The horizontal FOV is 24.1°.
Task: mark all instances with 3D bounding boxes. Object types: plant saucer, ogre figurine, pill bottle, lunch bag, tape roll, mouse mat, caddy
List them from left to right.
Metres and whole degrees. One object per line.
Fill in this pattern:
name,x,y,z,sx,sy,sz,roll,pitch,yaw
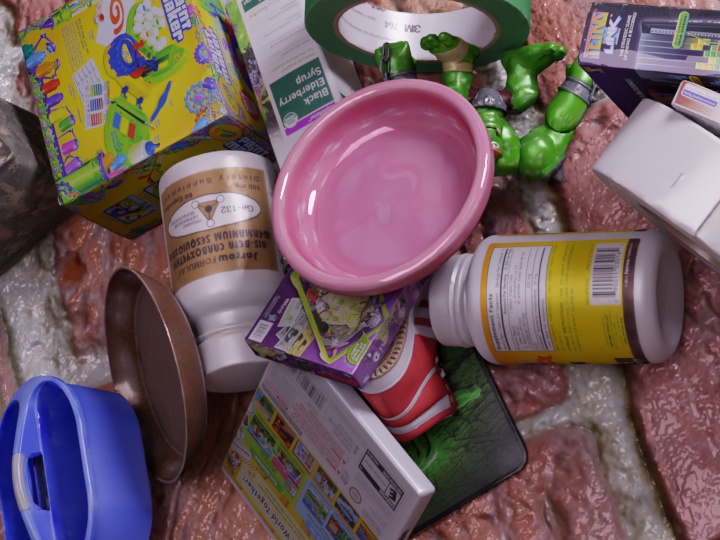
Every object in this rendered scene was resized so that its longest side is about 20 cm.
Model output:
lunch bag,-0.393,-0.071,1.674,0.200,0.164,0.118,-39,68,11
caddy,-0.274,0.196,1.551,0.141,0.104,0.202,-32,62,39
plant saucer,-0.185,0.092,1.541,0.200,0.034,0.202,37,134,52
pill bottle,-0.119,0.003,1.545,0.113,0.114,0.202,-18,69,21
plant saucer,0.023,-0.063,1.406,0.199,0.051,0.202,-14,56,22
mouse mat,0.036,0.149,1.488,0.199,0.008,0.162,-33,63,16
tape roll,0.050,-0.232,1.477,0.199,0.200,0.049,-5,73,25
ogre figurine,0.114,-0.139,1.479,0.198,0.098,0.121,5,82,-17
pill bottle,0.161,0.023,1.401,0.198,0.109,0.110,-1,75,26
tape roll,0.278,-0.047,1.310,0.202,0.202,0.071,41,95,29

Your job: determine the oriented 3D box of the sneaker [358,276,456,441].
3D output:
sneaker,0.049,0.056,1.476,0.071,0.113,0.201,-3,43,28

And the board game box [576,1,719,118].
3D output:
board game box,0.282,-0.148,1.337,0.164,0.200,0.057,8,80,29

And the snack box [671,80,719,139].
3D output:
snack box,0.303,-0.095,1.311,0.072,0.200,0.024,27,90,29

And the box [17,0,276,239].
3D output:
box,-0.204,-0.172,1.632,0.191,0.122,0.202,-26,65,18

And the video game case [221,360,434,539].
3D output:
video game case,-0.033,0.179,1.455,0.200,0.023,0.183,49,131,28

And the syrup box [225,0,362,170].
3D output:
syrup box,-0.050,-0.174,1.579,0.078,0.081,0.202,-28,64,18

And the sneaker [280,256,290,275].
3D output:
sneaker,-0.034,0.015,1.509,0.081,0.077,0.202,7,65,-1

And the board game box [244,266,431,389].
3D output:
board game box,0.000,0.000,1.432,0.119,0.032,0.201,13,60,39
